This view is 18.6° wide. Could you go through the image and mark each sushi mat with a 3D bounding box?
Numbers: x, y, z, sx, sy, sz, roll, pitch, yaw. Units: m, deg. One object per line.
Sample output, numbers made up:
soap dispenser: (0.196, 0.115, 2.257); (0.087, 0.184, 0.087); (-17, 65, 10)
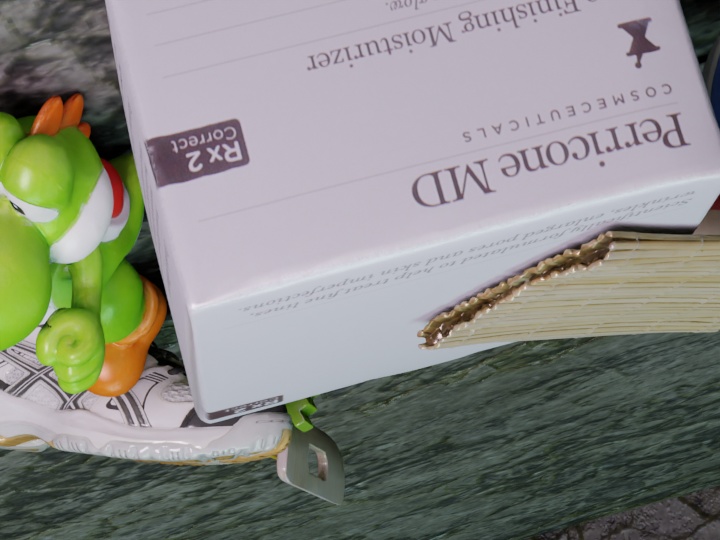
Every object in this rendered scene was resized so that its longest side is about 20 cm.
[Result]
sushi mat: (0.117, 0.008, 0.852); (0.095, 0.012, 0.199); (-28, 163, 38)

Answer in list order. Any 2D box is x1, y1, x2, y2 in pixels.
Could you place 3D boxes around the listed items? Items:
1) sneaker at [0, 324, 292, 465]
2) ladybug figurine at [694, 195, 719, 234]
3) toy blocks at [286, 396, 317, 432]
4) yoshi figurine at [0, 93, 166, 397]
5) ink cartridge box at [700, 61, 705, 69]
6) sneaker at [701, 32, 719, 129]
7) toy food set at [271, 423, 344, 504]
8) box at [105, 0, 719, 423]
sneaker: (-0.125, 0.044, 1.029); (0.199, 0.088, 0.076); (5, 172, 20)
ladybug figurine: (0.173, -0.021, 1.099); (0.199, 0.072, 0.136); (0, 170, -4)
toy blocks: (0.000, 0.000, 1.096); (0.136, 0.100, 0.200); (-32, 166, 2)
yoshi figurine: (-0.142, 0.002, 0.902); (0.112, 0.113, 0.200); (-9, 163, 0)
ink cartridge box: (0.199, -0.068, 1.113); (0.199, 0.048, 0.160); (-21, 165, 13)
sneaker: (0.201, -0.110, 0.785); (0.200, 0.077, 0.111); (-41, 173, -21)
toy food set: (-0.111, 0.081, 1.173); (0.199, 0.061, 0.144); (18, 173, 15)
box: (0.015, -0.043, 0.837); (0.198, 0.131, 0.200); (-14, 166, -6)
